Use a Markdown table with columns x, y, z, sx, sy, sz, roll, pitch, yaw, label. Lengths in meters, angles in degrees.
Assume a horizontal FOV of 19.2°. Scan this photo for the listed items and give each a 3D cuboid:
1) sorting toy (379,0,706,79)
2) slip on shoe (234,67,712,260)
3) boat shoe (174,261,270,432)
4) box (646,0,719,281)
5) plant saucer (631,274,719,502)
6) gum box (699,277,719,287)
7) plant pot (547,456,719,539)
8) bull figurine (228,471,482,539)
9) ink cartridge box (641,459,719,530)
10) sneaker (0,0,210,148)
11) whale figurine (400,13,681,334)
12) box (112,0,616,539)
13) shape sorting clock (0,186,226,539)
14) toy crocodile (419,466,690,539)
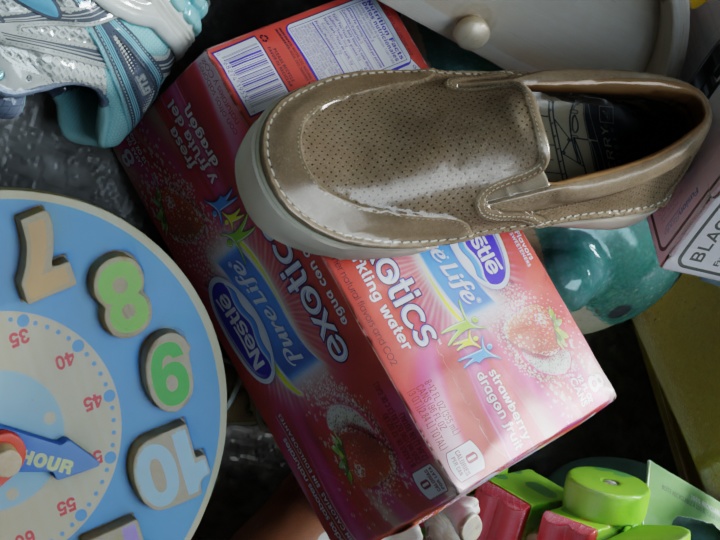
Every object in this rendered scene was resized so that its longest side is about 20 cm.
| x | y | z | sx | sy | sz | roll | pitch | yaw | label |
| --- | --- | --- | --- | --- | --- | --- | --- | --- | --- |
| 0.055 | -0.177 | 0.894 | 0.199 | 0.181 | 0.107 | 24 | 126 | -33 | sorting toy |
| 0.048 | -0.047 | 0.819 | 0.199 | 0.061 | 0.077 | 1 | 68 | -30 | slip on shoe |
| -0.030 | 0.024 | 0.932 | 0.199 | 0.062 | 0.074 | -25 | 119 | -38 | boat shoe |
| 0.161 | -0.103 | 0.916 | 0.060 | 0.201 | 0.117 | 13 | 132 | -22 | box |
| 0.197 | 0.106 | 1.127 | 0.048 | 0.200 | 0.201 | -19 | 122 | 4 | plant saucer |
| 0.210 | -0.106 | 1.023 | 0.200 | 0.044 | 0.171 | -81 | -169 | -59 | gum box |
| 0.103 | 0.209 | 1.039 | 0.196 | 0.199 | 0.201 | -47 | 130 | -35 | plant pot |
| -0.034 | 0.152 | 0.917 | 0.200 | 0.121 | 0.065 | -50 | 138 | -19 | bull figurine |
| 0.171 | 0.190 | 0.943 | 0.104 | 0.059 | 0.201 | 29 | 57 | -35 | ink cartridge box |
| -0.139 | -0.102 | 0.780 | 0.200 | 0.077 | 0.087 | 26 | 86 | -46 | sneaker |
| 0.090 | -0.056 | 0.966 | 0.200 | 0.103 | 0.160 | 43 | 29 | -50 | whale figurine |
| 0.000 | 0.000 | 0.868 | 0.099 | 0.095 | 0.201 | -26 | 84 | -37 | box |
| -0.142 | 0.067 | 0.824 | 0.199 | 0.039 | 0.201 | -11 | 113 | -27 | shape sorting clock |
| 0.067 | 0.111 | 0.956 | 0.062 | 0.199 | 0.068 | -1 | 107 | -48 | toy crocodile |
